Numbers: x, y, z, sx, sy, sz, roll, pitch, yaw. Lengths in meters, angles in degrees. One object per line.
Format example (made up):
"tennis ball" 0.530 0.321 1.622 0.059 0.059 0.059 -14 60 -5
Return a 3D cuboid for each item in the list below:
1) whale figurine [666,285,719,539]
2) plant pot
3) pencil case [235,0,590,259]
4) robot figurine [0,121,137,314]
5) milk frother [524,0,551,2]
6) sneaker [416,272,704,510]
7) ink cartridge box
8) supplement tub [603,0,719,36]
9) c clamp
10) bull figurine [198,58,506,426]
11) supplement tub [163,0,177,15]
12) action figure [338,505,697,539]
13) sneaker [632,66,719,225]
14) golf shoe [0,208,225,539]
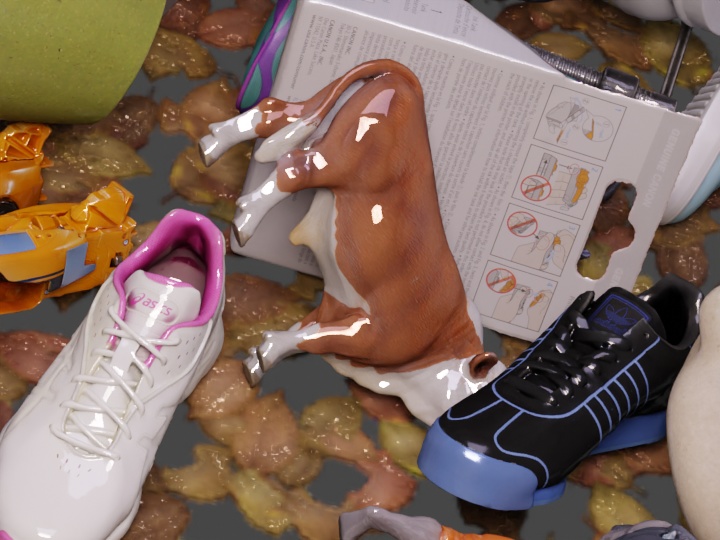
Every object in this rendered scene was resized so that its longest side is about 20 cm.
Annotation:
"whale figurine" 0.213 0.059 1.423 0.104 0.159 0.200 -8 45 24
"plant pot" -0.200 -0.151 1.429 0.200 0.187 0.187 24 42 -23
"pencil case" 0.040 -0.082 1.527 0.200 0.092 0.085 22 77 -2
"robot figurine" -0.213 -0.021 1.397 0.200 0.058 0.145 -11 37 -42
"milk frother" 0.059 -0.193 1.511 0.200 0.180 0.188 56 23 15
"sneaker" 0.098 0.052 1.408 0.070 0.078 0.200 28 26 25
"ink cartridge box" 0.049 -0.053 1.465 0.200 0.161 0.050 15 37 -5
"supplement tub" 0.143 -0.226 1.655 0.200 0.146 0.145 30 44 27
"c clamp" 0.079 -0.103 1.627 0.200 0.027 0.171 17 50 -5
"bull figurine" 0.000 0.000 1.420 0.121 0.200 0.065 -16 17 -13
"supplement tub" -0.163 -0.227 1.559 0.200 0.145 0.145 40 47 1
"action figure" 0.098 0.171 1.317 0.193 0.105 0.200 -4 45 -9
"sneaker" 0.224 -0.080 1.619 0.082 0.074 0.200 41 56 -1
"golf shoe" -0.115 0.050 1.366 0.075 0.092 0.200 23 46 1
